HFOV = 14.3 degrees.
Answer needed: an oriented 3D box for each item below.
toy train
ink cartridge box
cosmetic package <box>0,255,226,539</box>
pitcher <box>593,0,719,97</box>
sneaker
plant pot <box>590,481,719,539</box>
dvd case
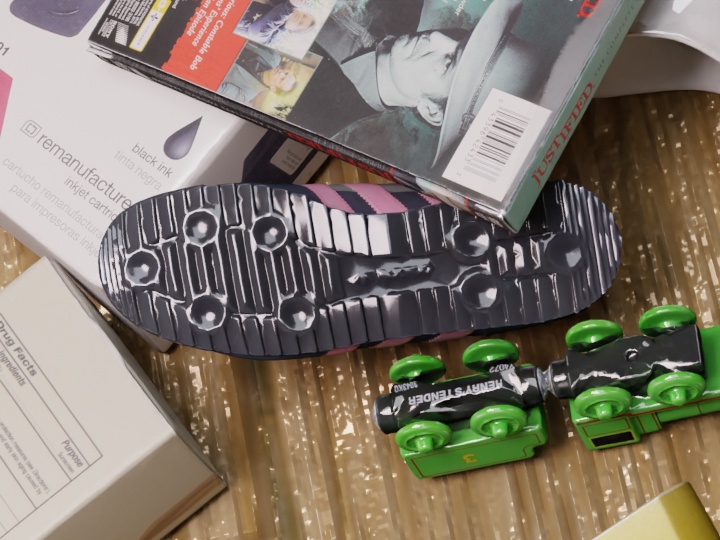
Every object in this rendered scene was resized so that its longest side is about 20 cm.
[{"bbox_3d":[0.104,0.043,1.095,0.199,0.056,0.042,-11,60,12],"label":"toy train"},{"bbox_3d":[-0.079,-0.092,1.188,0.145,0.084,0.200,36,82,25],"label":"ink cartridge box"},{"bbox_3d":[-0.165,0.101,1.140,0.200,0.071,0.105,-37,62,-1],"label":"cosmetic package"},{"bbox_3d":[0.171,-0.155,1.130,0.171,0.121,0.201,17,84,14],"label":"pitcher"},{"bbox_3d":[0.000,0.000,1.116,0.199,0.082,0.070,1,89,2],"label":"sneaker"},{"bbox_3d":[0.082,0.211,0.966,0.200,0.200,0.177,-35,74,0],"label":"plant pot"},{"bbox_3d":[0.008,-0.112,1.104,0.200,0.022,0.146,23,77,28],"label":"dvd case"}]
